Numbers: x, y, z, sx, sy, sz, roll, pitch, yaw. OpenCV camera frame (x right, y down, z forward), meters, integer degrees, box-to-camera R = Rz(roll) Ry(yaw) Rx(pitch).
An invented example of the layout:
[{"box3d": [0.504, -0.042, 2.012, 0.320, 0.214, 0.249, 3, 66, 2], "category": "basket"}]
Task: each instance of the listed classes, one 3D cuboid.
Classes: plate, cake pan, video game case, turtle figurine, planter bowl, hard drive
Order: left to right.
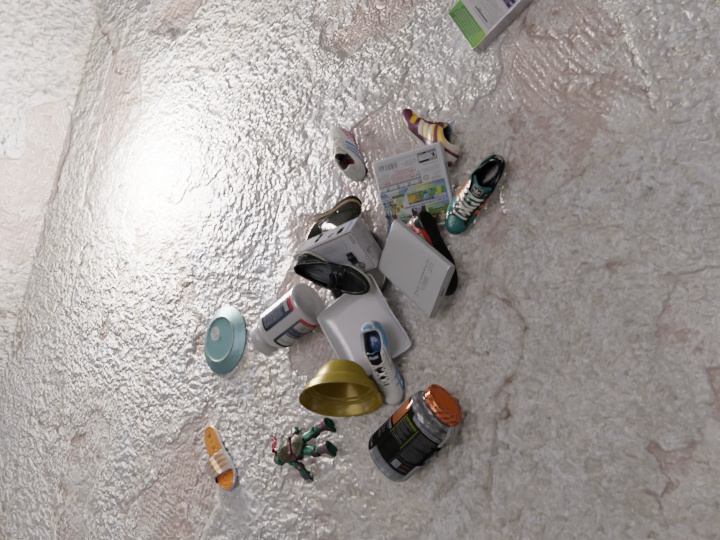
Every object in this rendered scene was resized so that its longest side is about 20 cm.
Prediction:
[{"box3d": [-0.414, 0.206, 1.971, 0.197, 0.025, 0.205, -11, 73, 39], "category": "plate"}, {"box3d": [-0.148, 0.448, 1.636, 0.198, 0.100, 0.152, -31, 60, 25], "category": "turtle figurine"}, {"box3d": [-0.044, 0.264, 1.535, 0.198, 0.199, 0.085, -25, 47, 33], "category": "planter bowl"}, {"box3d": [0.000, 0.000, 1.654, 0.197, 0.036, 0.205, -12, 71, 38], "category": "cake pan"}, {"box3d": [0.010, 0.143, 1.586, 0.199, 0.032, 0.202, -39, 74, 28], "category": "plate"}, {"box3d": [0.121, -0.007, 1.482, 0.200, 0.026, 0.134, 45, 127, 40], "category": "hard drive"}, {"box3d": [0.128, -0.188, 1.557, 0.197, 0.022, 0.187, -10, 96, 38], "category": "video game case"}]

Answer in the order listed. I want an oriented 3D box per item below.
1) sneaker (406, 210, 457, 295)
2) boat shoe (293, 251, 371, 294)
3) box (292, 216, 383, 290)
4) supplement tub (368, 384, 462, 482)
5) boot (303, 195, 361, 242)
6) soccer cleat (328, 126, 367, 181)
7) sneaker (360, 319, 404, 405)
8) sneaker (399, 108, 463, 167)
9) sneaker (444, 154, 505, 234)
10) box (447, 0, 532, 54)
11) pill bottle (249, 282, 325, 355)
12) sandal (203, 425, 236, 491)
[{"box3d": [0.150, -0.024, 1.518, 0.108, 0.066, 0.205, -36, 68, 50], "category": "sneaker"}, {"box3d": [-0.071, 0.015, 1.552, 0.196, 0.066, 0.076, 27, 121, 15], "category": "boat shoe"}, {"box3d": [-0.057, -0.039, 1.606, 0.197, 0.117, 0.061, -22, 25, 36], "category": "box"}, {"box3d": [0.118, 0.345, 1.408, 0.200, 0.121, 0.124, -48, 53, 21], "category": "supplement tub"}, {"box3d": [-0.079, -0.093, 1.682, 0.200, 0.077, 0.139, -44, 23, 25], "category": "boot"}, {"box3d": [-0.047, -0.320, 1.744, 0.070, 0.086, 0.202, -44, 54, 23], "category": "soccer cleat"}, {"box3d": [0.044, 0.215, 1.511, 0.071, 0.072, 0.204, -18, 92, 26], "category": "sneaker"}, {"box3d": [0.172, -0.330, 1.569, 0.090, 0.074, 0.202, -44, 63, 26], "category": "sneaker"}, {"box3d": [0.246, -0.167, 1.442, 0.071, 0.080, 0.202, 33, 103, 7], "category": "sneaker"}, {"box3d": [0.312, -0.630, 1.547, 0.199, 0.036, 0.146, -41, 56, 25], "category": "box"}, {"box3d": [-0.198, 0.134, 1.738, 0.199, 0.118, 0.122, -37, 58, 28], "category": "pill bottle"}, {"box3d": [-0.417, 0.532, 1.866, 0.080, 0.059, 0.208, -50, 52, 19], "category": "sandal"}]
